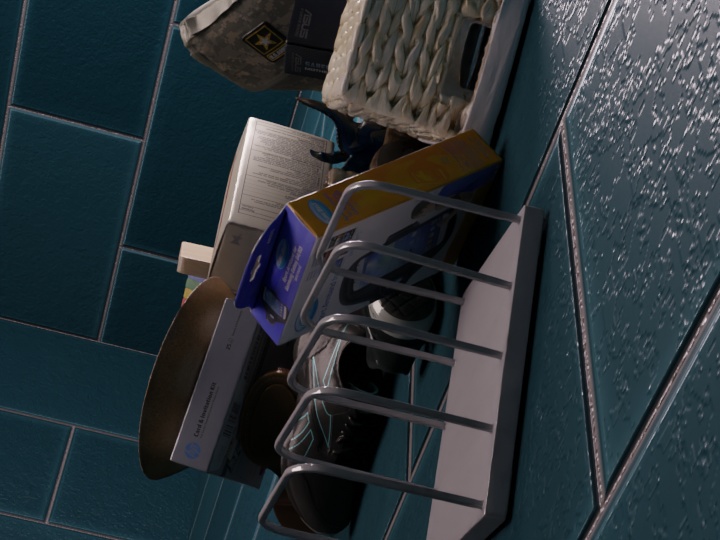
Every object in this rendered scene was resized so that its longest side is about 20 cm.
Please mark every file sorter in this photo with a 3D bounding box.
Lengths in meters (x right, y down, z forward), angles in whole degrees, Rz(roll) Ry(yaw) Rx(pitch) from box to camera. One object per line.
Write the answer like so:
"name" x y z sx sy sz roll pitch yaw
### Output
"file sorter" 0.023 0.063 0.945 0.139 0.124 0.200 119 164 -62

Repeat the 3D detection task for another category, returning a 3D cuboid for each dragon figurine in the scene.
"dragon figurine" -0.009 -0.119 1.551 0.099 0.059 0.200 -55 -25 19

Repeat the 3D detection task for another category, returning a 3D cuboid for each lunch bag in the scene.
"lunch bag" -0.065 -0.260 1.574 0.164 0.200 0.118 -29 74 37

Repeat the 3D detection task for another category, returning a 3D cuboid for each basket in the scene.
"basket" 0.045 -0.174 1.236 0.200 0.123 0.136 -136 61 -83

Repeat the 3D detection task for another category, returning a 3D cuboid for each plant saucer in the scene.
"plant saucer" -0.148 0.106 1.457 0.200 0.035 0.200 17 -90 -77

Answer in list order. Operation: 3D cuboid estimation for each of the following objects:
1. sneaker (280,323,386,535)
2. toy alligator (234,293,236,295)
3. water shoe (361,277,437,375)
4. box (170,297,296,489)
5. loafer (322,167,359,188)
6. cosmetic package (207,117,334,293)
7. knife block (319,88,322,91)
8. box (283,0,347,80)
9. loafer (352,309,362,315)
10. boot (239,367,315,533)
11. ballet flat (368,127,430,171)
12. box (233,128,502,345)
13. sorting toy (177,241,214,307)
"sneaker" -0.021 0.134 1.348 0.079 0.075 0.200 5 97 52
"toy alligator" -0.073 0.068 1.623 0.054 0.200 0.059 -38 1 -28
"water shoe" 0.022 0.006 1.279 0.200 0.071 0.079 -86 10 -57
"box" -0.110 0.121 1.464 0.200 0.041 0.156 47 -120 -74
"loafer" 0.000 0.000 1.495 0.076 0.068 0.200 -174 82 -85
"cosmetic package" -0.092 -0.062 1.616 0.200 0.103 0.087 -83 13 -54
"knife block" -0.028 -0.229 1.706 0.200 0.176 0.064 -96 21 -69
"box" 0.023 -0.261 1.437 0.051 0.158 0.200 101 180 -63
"loafer" 0.003 0.018 1.424 0.063 0.072 0.200 169 118 -77
"boot" -0.053 0.134 1.478 0.155 0.077 0.200 -75 -26 -50
"ballet flat" 0.039 -0.093 1.345 0.046 0.067 0.200 -57 10 26
"box" 0.003 -0.020 1.100 0.200 0.041 0.119 -26 -28 -35
"sorting toy" -0.109 0.030 1.730 0.199 0.200 0.070 -137 60 -82
